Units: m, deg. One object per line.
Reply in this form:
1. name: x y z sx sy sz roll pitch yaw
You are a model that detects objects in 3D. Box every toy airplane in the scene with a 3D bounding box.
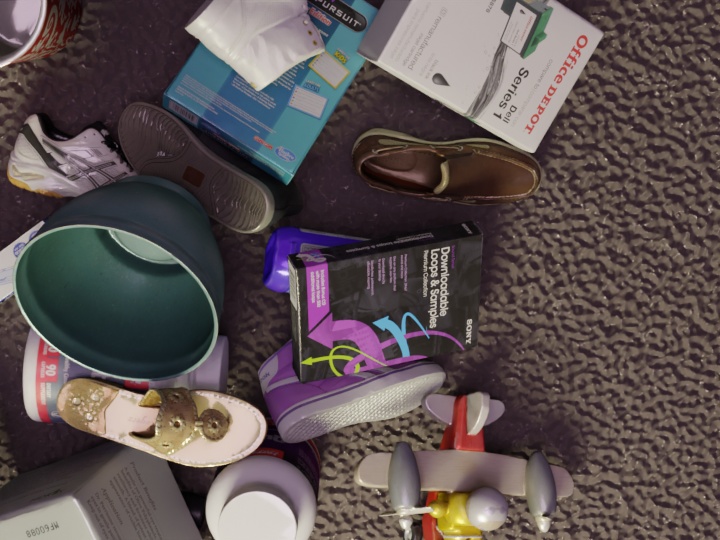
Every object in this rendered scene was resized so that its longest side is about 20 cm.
1. toy airplane: 0.117 0.225 1.297 0.200 0.141 0.199 -38 109 -12

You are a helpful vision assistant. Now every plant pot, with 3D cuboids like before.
1. plant pot: -0.220 -0.009 1.192 0.200 0.134 0.200 7 133 7

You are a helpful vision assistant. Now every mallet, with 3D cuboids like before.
1. mallet: -0.229 0.336 1.372 0.066 0.041 0.200 19 103 -2

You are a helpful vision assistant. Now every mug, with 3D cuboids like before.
1. mug: -0.367 -0.269 1.187 0.177 0.200 0.134 17 99 -2

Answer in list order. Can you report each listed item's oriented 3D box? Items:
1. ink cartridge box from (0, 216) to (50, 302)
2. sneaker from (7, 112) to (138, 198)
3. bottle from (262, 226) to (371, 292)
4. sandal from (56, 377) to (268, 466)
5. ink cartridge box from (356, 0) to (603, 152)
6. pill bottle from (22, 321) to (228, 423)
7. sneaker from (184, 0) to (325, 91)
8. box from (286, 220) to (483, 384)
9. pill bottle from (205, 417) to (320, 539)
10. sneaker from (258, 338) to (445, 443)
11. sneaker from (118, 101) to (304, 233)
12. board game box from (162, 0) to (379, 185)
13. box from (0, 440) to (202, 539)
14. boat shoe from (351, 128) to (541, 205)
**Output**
1. ink cartridge box: -0.389 0.015 1.287 0.200 0.094 0.044 -36 97 5
2. sneaker: -0.267 -0.109 1.276 0.200 0.076 0.088 16 99 -3
3. bottle: 0.000 0.000 1.289 0.200 0.084 0.065 8 74 -14
4. sandal: -0.200 0.149 1.187 0.211 0.070 0.078 10 90 6
5. ink cartridge box: 0.121 -0.229 1.224 0.200 0.084 0.146 26 99 -22
6. pill bottle: -0.244 0.106 1.290 0.200 0.120 0.120 3 99 -1
7. sneaker: -0.069 -0.267 1.200 0.116 0.074 0.200 43 72 -17
8. box: 0.027 0.033 1.246 0.200 0.036 0.143 -12 124 -16
9. pill bottle: -0.099 0.231 1.269 0.112 0.200 0.113 0 99 0
10. sneaker: -0.012 0.105 1.314 0.200 0.114 0.073 -10 141 -25
11. sneaker: -0.157 -0.105 1.276 0.200 0.106 0.075 37 106 13
12. board game box: -0.084 -0.212 1.241 0.151 0.047 0.200 33 76 -5
13. box: -0.290 0.306 1.273 0.200 0.171 0.199 -20 99 23
14. boat shoe: 0.090 -0.098 1.273 0.202 0.075 0.075 5 113 2
